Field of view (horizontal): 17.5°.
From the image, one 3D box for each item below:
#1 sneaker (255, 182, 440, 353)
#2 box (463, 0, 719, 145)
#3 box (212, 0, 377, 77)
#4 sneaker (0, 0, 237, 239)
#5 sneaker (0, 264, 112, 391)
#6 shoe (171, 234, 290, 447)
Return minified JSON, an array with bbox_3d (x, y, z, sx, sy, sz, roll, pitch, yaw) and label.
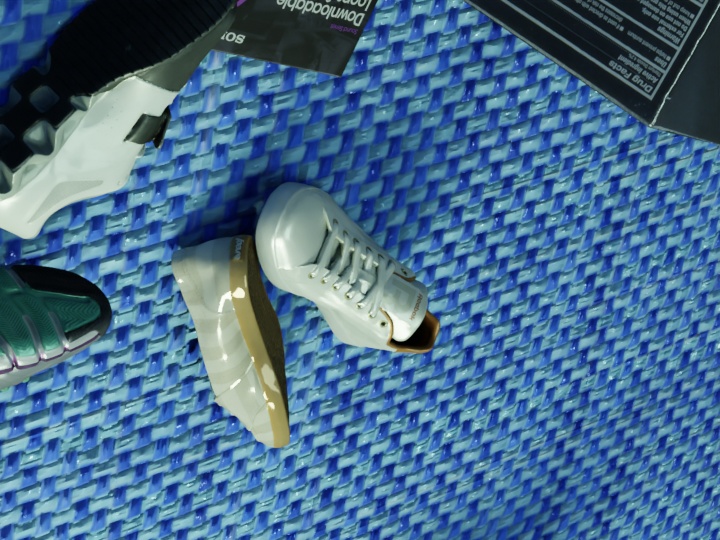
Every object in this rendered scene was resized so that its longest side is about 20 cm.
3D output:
[{"bbox_3d":[0.000,0.000,1.600,0.200,0.085,0.073,44,65,-56],"label":"sneaker"},{"bbox_3d":[0.200,-0.216,1.544,0.123,0.200,0.199,11,113,-51],"label":"box"},{"bbox_3d":[-0.025,-0.221,1.440,0.143,0.036,0.200,6,117,-49],"label":"box"},{"bbox_3d":[-0.149,-0.097,1.388,0.200,0.074,0.089,-38,142,-2],"label":"sneaker"},{"bbox_3d":[-0.249,0.059,1.424,0.200,0.074,0.088,-15,141,-24],"label":"sneaker"},{"bbox_3d":[-0.084,0.050,1.595,0.053,0.070,0.200,-7,136,5],"label":"shoe"}]
